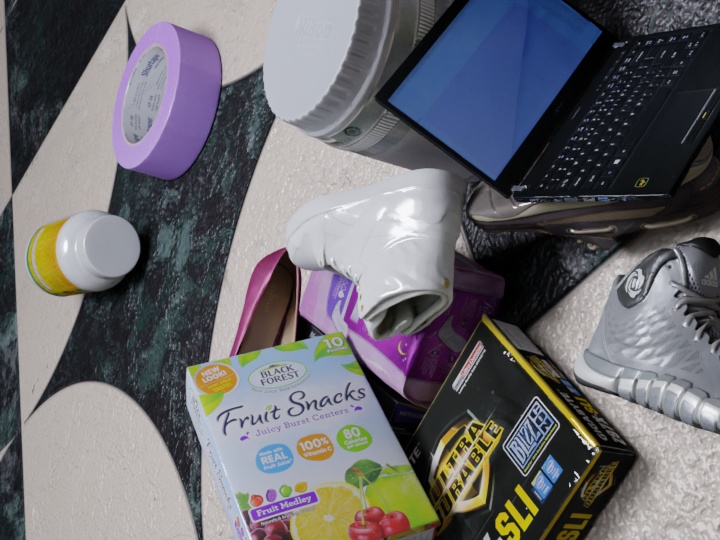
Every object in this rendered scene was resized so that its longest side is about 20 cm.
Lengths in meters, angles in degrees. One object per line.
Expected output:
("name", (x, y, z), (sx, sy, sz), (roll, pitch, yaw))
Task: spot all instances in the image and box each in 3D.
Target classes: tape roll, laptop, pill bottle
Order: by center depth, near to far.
("laptop", (0.145, -0.142, 0.709), (0.199, 0.104, 0.178), (4, 49, 50))
("tape roll", (-0.265, -0.228, 1.413), (0.199, 0.065, 0.203), (-22, 62, 48))
("pill bottle", (-0.390, -0.025, 1.476), (0.199, 0.112, 0.115), (-8, 72, 52))

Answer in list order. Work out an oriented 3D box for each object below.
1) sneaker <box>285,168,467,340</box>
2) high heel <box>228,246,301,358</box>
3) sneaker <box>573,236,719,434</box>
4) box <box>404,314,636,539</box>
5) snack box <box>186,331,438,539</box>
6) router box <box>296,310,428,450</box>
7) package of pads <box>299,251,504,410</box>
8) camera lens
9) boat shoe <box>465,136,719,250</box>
("sneaker", (0.000, 0.000, 0.833), (0.199, 0.073, 0.117), (-18, 59, 49))
("high heel", (-0.089, 0.078, 0.962), (0.096, 0.066, 0.203), (128, 145, -55))
("sneaker", (0.218, 0.038, 0.649), (0.199, 0.074, 0.117), (16, 90, 56))
("box", (0.099, 0.163, 0.793), (0.202, 0.049, 0.160), (-61, 40, 20))
("snack box", (-0.044, 0.148, 0.821), (0.053, 0.140, 0.201), (99, 151, -42))
("router box", (-0.027, 0.150, 0.966), (0.200, 0.052, 0.159), (37, 108, 53))
("package of pads", (0.029, 0.025, 0.913), (0.200, 0.075, 0.122), (34, 109, 53))
("camera lens", (0.041, -0.165, 0.847), (0.159, 0.198, 0.162), (-24, 61, 52))
("boat shoe", (0.162, -0.047, 0.741), (0.198, 0.074, 0.075), (-7, 39, 46))
